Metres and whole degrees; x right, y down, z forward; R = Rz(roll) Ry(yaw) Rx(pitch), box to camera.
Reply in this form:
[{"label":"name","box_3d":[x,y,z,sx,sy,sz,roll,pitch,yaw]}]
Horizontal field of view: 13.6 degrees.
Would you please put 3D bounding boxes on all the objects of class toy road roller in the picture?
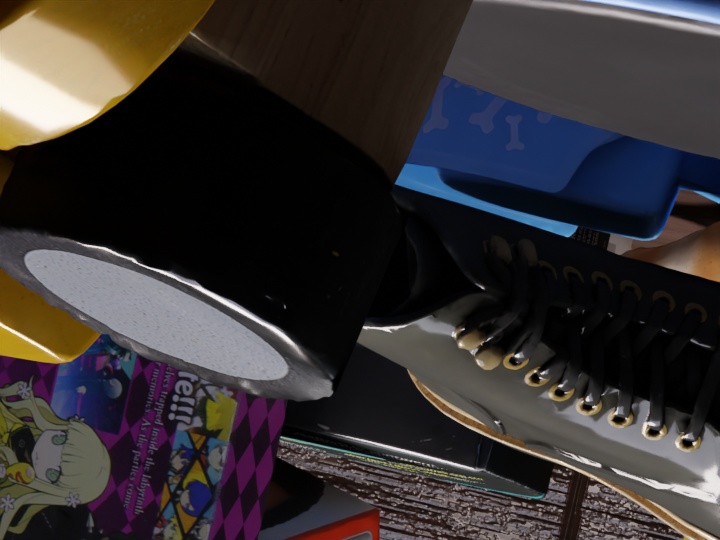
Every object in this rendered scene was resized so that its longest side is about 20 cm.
[{"label":"toy road roller","box_3d":[-0.070,-0.069,0.474,0.146,0.124,0.199,33,164,-33]}]

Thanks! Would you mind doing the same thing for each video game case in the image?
[{"label":"video game case","box_3d":[-0.100,0.000,0.889,0.180,0.201,0.036,11,177,27]}]

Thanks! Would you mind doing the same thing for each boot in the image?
[{"label":"boot","box_3d":[0.075,0.027,0.807,0.199,0.078,0.138,10,170,30]}]

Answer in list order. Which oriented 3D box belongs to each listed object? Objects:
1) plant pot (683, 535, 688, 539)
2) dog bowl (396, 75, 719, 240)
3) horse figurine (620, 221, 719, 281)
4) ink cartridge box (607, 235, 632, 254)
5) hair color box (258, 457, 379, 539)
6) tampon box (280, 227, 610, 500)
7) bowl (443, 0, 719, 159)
[{"label":"plant pot","box_3d":[0.262,0.113,1.384,0.199,0.178,0.199,17,174,-42]},{"label":"dog bowl","box_3d":[0.100,-0.030,0.869,0.199,0.050,0.111,13,176,7]},{"label":"horse figurine","box_3d":[0.154,0.012,1.188,0.132,0.050,0.200,13,171,-32]},{"label":"ink cartridge box","box_3d":[-0.007,-0.028,1.293,0.160,0.050,0.199,17,177,-42]},{"label":"hair color box","box_3d":[-0.100,0.111,0.953,0.199,0.062,0.101,-16,-154,-39]},{"label":"tampon box","box_3d":[0.000,0.000,1.059,0.149,0.127,0.200,13,175,11]},{"label":"bowl","box_3d":[0.088,-0.054,0.665,0.199,0.040,0.201,14,176,1]}]
